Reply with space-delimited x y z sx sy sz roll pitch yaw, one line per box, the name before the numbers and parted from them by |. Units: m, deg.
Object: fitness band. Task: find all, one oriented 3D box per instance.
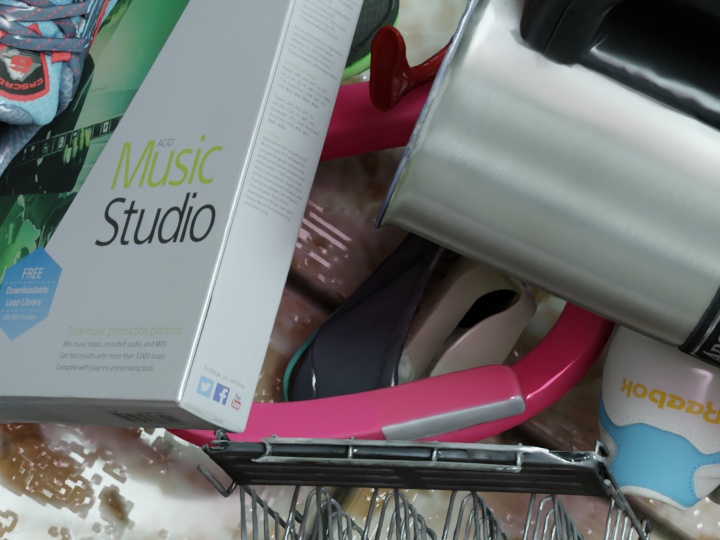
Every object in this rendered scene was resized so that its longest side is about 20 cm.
fitness band | 0.000 0.000 1.003 0.199 0.037 0.144 -10 64 5

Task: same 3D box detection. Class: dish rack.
dish rack | 0.029 0.100 0.939 0.153 0.200 0.055 -1 71 13

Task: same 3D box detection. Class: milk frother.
milk frother | 0.132 -0.075 0.890 0.188 0.181 0.200 25 39 0

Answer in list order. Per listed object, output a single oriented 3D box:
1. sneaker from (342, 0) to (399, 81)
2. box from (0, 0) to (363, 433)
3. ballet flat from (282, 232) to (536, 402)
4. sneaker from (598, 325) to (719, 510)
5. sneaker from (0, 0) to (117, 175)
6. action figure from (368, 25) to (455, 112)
sneaker | -0.006 -0.150 1.039 0.077 0.084 0.200 15 61 27
box | -0.074 -0.041 0.972 0.036 0.144 0.201 30 68 -40
ballet flat | 0.051 -0.006 1.049 0.073 0.073 0.200 41 71 -10
sneaker | 0.129 0.043 1.027 0.076 0.200 0.081 17 96 18
sneaker | -0.107 -0.094 0.932 0.079 0.200 0.096 17 48 -20
action figure | 0.094 -0.121 1.006 0.065 0.099 0.200 35 41 25
